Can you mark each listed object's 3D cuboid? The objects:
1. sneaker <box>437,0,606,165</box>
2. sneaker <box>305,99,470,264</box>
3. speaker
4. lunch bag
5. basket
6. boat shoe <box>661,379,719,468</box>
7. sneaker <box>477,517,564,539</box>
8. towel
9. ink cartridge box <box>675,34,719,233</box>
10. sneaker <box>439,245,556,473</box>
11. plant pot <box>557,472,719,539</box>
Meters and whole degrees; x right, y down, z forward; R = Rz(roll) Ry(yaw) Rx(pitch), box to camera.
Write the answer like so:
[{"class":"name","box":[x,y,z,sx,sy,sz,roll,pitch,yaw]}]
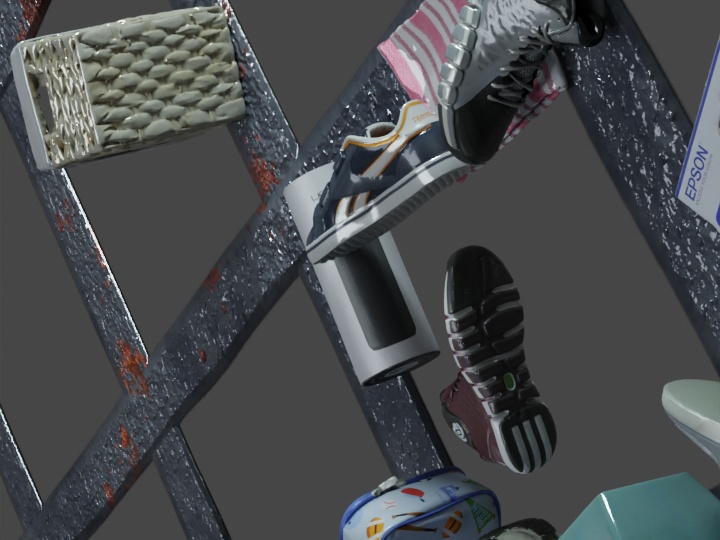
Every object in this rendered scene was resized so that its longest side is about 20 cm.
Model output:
[{"class":"sneaker","box":[0.130,-0.168,1.532,0.115,0.075,0.201,22,111,37]},{"class":"sneaker","box":[0.012,-0.078,1.726,0.200,0.078,0.080,-36,79,42]},{"class":"speaker","box":[0.000,0.000,1.832,0.081,0.081,0.201,-38,70,57]},{"class":"lunch bag","box":[0.048,0.278,1.804,0.075,0.160,0.201,31,129,48]},{"class":"basket","box":[-0.229,-0.186,2.002,0.123,0.199,0.136,-4,100,53]},{"class":"boat shoe","box":[0.292,0.144,1.440,0.201,0.070,0.072,31,123,44]},{"class":"sneaker","box":[0.181,0.277,1.695,0.200,0.077,0.089,21,134,59]},{"class":"towel","box":[0.091,-0.173,1.657,0.200,0.030,0.147,-42,69,56]},{"class":"ink cartridge box","box":[0.312,-0.078,1.338,0.200,0.047,0.198,48,142,38]},{"class":"sneaker","box":[0.094,0.081,1.727,0.115,0.075,0.201,-11,95,62]},{"class":"plant pot","box":[0.243,0.267,1.522,0.201,0.141,0.141,67,149,26]}]
